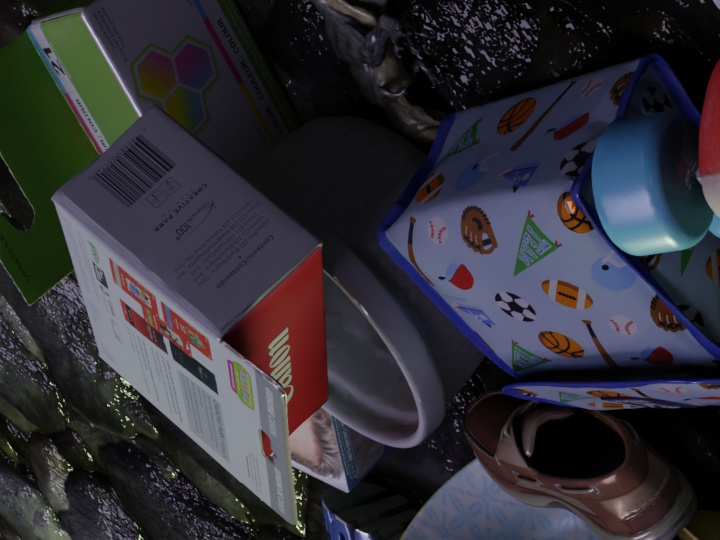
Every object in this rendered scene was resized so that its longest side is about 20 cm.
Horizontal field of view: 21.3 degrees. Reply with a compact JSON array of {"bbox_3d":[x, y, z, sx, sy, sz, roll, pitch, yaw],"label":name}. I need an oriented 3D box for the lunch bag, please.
[{"bbox_3d":[0.136,0.005,1.029,0.200,0.124,0.170,46,150,-25],"label":"lunch bag"}]

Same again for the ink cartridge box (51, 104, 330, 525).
[{"bbox_3d":[-0.076,0.032,1.099,0.175,0.084,0.200,40,159,19],"label":"ink cartridge box"}]

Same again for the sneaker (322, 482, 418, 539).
[{"bbox_3d":[0.039,0.247,1.381,0.199,0.080,0.116,35,126,45],"label":"sneaker"}]

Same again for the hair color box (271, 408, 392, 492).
[{"bbox_3d":[-0.074,0.074,1.393,0.199,0.060,0.100,21,139,35],"label":"hair color box"}]

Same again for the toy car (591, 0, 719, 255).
[{"bbox_3d":[0.204,-0.120,0.826,0.183,0.176,0.202,-8,89,38],"label":"toy car"}]

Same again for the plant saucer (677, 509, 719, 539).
[{"bbox_3d":[0.277,0.234,1.097,0.201,0.048,0.200,57,176,-23],"label":"plant saucer"}]

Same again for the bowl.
[{"bbox_3d":[0.121,0.207,1.200,0.199,0.201,0.108,0,139,49],"label":"bowl"}]

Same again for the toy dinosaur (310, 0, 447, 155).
[{"bbox_3d":[0.003,-0.147,1.094,0.201,0.047,0.088,54,153,-3],"label":"toy dinosaur"}]

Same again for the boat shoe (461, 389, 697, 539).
[{"bbox_3d":[0.122,0.104,1.154,0.072,0.076,0.200,50,164,-30],"label":"boat shoe"}]

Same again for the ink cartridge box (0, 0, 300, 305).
[{"bbox_3d":[-0.153,-0.093,1.184,0.076,0.200,0.148,-4,121,50],"label":"ink cartridge box"}]

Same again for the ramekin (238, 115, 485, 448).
[{"bbox_3d":[0.000,0.000,1.161,0.200,0.105,0.201,39,159,18],"label":"ramekin"}]
